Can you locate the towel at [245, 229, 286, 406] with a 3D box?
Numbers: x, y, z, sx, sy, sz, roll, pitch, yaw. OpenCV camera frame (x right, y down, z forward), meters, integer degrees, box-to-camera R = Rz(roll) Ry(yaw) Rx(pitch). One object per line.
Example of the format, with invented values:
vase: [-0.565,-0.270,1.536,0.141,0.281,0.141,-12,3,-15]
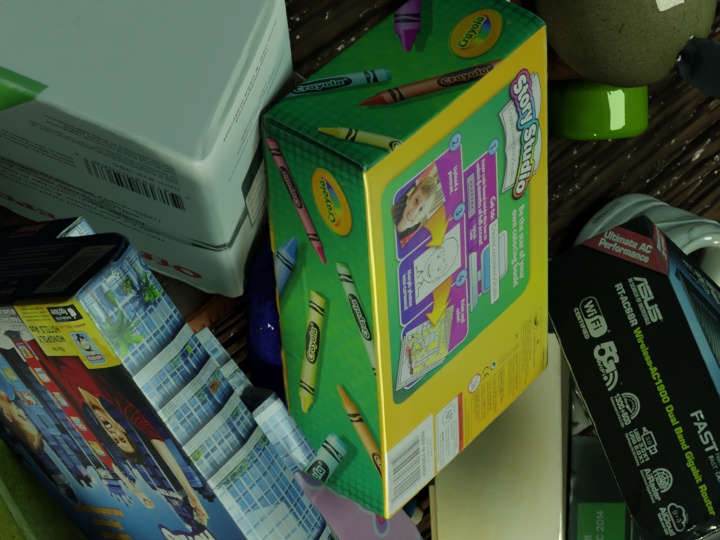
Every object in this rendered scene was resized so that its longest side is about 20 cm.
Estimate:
towel: [0.000,0.000,1.256,0.148,0.049,0.200,-57,168,-20]

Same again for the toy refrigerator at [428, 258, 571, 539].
toy refrigerator: [0.068,0.099,1.330,0.076,0.069,0.201,-74,164,-60]

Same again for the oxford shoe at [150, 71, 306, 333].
oxford shoe: [-0.081,-0.018,1.258,0.073,0.071,0.200,50,58,-11]

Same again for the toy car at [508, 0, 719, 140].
toy car: [0.138,-0.140,1.331,0.157,0.199,0.166,-10,102,-39]

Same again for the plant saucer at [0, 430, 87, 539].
plant saucer: [-0.088,0.166,1.190,0.048,0.200,0.200,-39,161,17]

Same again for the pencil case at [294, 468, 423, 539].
pencil case: [0.004,0.157,1.228,0.087,0.087,0.200,-41,93,-29]

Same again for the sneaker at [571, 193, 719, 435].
sneaker: [0.126,0.036,1.410,0.200,0.099,0.075,-49,130,-24]

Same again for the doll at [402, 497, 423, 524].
doll: [0.005,0.165,1.325,0.137,0.048,0.201,-61,144,-53]

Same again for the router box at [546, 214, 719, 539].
router box: [0.162,0.075,1.267,0.200,0.062,0.151,33,34,-62]

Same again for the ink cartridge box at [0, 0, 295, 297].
ink cartridge box: [-0.105,-0.073,1.109,0.200,0.146,0.084,88,25,-74]

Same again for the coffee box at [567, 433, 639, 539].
coffee box: [0.142,0.150,1.402,0.200,0.044,0.124,19,73,-75]

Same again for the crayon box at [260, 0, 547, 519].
crayon box: [0.023,-0.008,1.139,0.119,0.058,0.201,-40,143,-34]

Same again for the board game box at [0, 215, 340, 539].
board game box: [-0.077,0.075,1.088,0.062,0.200,0.200,-42,107,-23]
